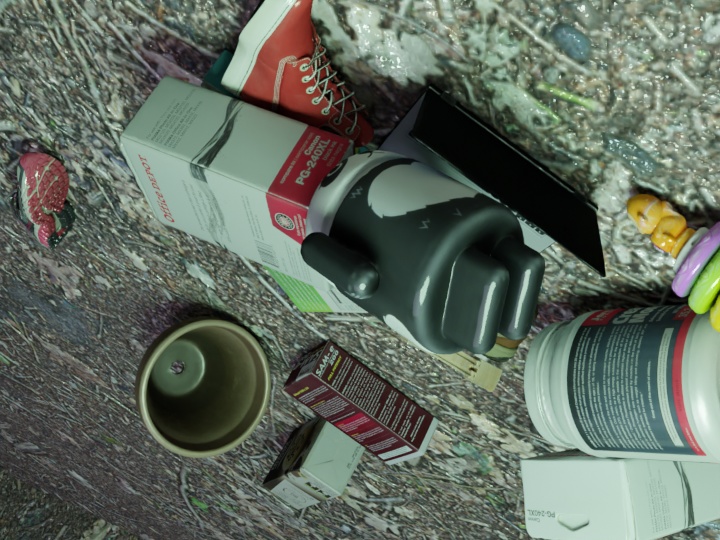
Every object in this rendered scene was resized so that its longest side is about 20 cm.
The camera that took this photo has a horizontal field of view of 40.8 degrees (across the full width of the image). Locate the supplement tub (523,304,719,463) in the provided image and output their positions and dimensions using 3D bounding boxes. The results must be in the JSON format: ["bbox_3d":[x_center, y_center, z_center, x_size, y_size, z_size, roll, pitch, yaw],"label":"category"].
[{"bbox_3d":[0.267,0.105,0.902,0.199,0.141,0.140,-8,134,48],"label":"supplement tub"}]

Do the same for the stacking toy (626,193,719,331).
[{"bbox_3d":[0.294,0.002,0.774,0.199,0.116,0.111,39,117,22],"label":"stacking toy"}]

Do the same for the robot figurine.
[{"bbox_3d":[0.045,-0.017,0.742,0.199,0.125,0.150,33,176,40],"label":"robot figurine"}]

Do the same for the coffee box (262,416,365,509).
[{"bbox_3d":[-0.073,0.306,1.558,0.079,0.114,0.200,35,150,-9],"label":"coffee box"}]

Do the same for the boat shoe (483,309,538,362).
[{"bbox_3d":[0.107,0.031,0.964,0.199,0.074,0.076,19,-150,-47],"label":"boat shoe"}]

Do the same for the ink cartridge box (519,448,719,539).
[{"bbox_3d":[0.287,0.226,1.019,0.198,0.085,0.145,-1,172,-37],"label":"ink cartridge box"}]

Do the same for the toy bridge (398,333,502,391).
[{"bbox_3d":[0.074,0.076,1.058,0.067,0.027,0.200,28,-178,-30],"label":"toy bridge"}]

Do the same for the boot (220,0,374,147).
[{"bbox_3d":[-0.034,-0.174,0.831,0.143,0.073,0.200,34,159,-6],"label":"boot"}]

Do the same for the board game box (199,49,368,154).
[{"bbox_3d":[-0.083,-0.113,0.990,0.199,0.047,0.151,34,151,-5],"label":"board game box"}]

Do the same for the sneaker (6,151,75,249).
[{"bbox_3d":[-0.446,-0.097,1.319,0.074,0.081,0.200,31,151,3],"label":"sneaker"}]

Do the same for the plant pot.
[{"bbox_3d":[-0.254,0.163,1.455,0.200,0.201,0.174,44,165,-23],"label":"plant pot"}]

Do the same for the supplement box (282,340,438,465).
[{"bbox_3d":[0.000,0.189,1.364,0.199,0.061,0.109,37,150,-12],"label":"supplement box"}]

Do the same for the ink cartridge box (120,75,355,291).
[{"bbox_3d":[-0.105,-0.081,0.901,0.198,0.084,0.146,22,155,16],"label":"ink cartridge box"}]

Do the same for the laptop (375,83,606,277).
[{"bbox_3d":[0.101,-0.056,0.835,0.186,0.117,0.200,35,151,-7],"label":"laptop"}]

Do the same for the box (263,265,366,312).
[{"bbox_3d":[0.000,0.000,1.030,0.197,0.037,0.145,-1,151,21],"label":"box"}]
